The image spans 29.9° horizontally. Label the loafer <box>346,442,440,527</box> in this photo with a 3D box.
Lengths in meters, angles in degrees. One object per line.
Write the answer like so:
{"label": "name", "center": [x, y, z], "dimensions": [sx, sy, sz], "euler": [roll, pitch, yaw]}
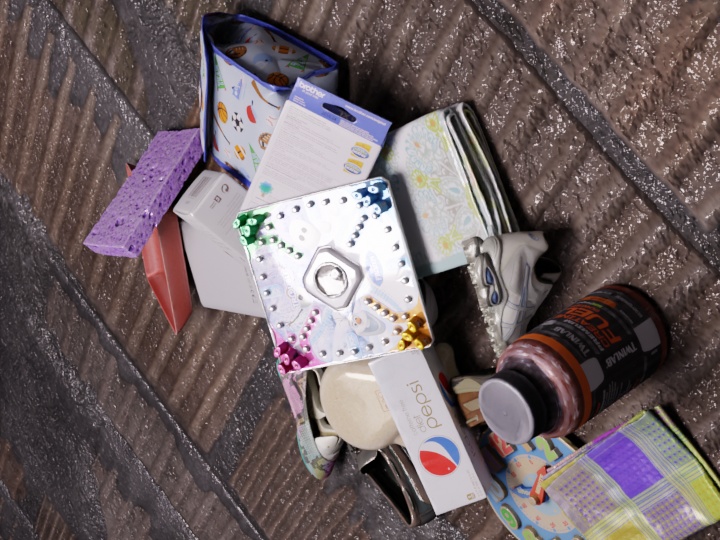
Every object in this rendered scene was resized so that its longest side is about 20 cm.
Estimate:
{"label": "loafer", "center": [0.030, 0.256, 1.780], "dimensions": [0.200, 0.063, 0.072], "euler": [42, 140, 26]}

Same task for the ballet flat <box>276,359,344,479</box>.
{"label": "ballet flat", "center": [-0.057, 0.199, 1.860], "dimensions": [0.071, 0.069, 0.200], "euler": [-5, 109, 32]}

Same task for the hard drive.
{"label": "hard drive", "center": [-0.168, -0.004, 1.837], "dimensions": [0.200, 0.027, 0.132], "euler": [7, 117, 49]}

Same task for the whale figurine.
{"label": "whale figurine", "center": [0.048, 0.143, 1.677], "dimensions": [0.200, 0.104, 0.159], "euler": [-23, 95, 30]}

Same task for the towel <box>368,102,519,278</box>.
{"label": "towel", "center": [0.084, -0.084, 1.509], "dimensions": [0.200, 0.048, 0.172], "euler": [-18, 94, 54]}

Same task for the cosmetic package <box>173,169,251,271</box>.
{"label": "cosmetic package", "center": [-0.128, -0.038, 1.683], "dimensions": [0.200, 0.074, 0.102], "euler": [40, 173, -19]}

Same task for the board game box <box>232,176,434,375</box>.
{"label": "board game box", "center": [-0.035, 0.011, 1.535], "dimensions": [0.200, 0.026, 0.200], "euler": [-12, 101, 26]}

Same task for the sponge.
{"label": "sponge", "center": [-0.290, -0.108, 1.841], "dimensions": [0.111, 0.200, 0.030], "euler": [6, 151, 51]}

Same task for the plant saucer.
{"label": "plant saucer", "center": [-0.289, -0.037, 1.962], "dimensions": [0.200, 0.037, 0.200], "euler": [-132, 31, -57]}

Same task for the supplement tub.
{"label": "supplement tub", "center": [0.208, 0.097, 1.337], "dimensions": [0.107, 0.200, 0.107], "euler": [29, 133, 36]}

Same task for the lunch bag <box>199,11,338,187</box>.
{"label": "lunch bag", "center": [-0.129, -0.201, 1.631], "dimensions": [0.200, 0.124, 0.170], "euler": [38, 138, 36]}

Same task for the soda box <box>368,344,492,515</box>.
{"label": "soda box", "center": [0.084, 0.179, 1.584], "dimensions": [0.068, 0.064, 0.200], "euler": [-23, 94, 16]}

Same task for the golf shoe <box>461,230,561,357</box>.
{"label": "golf shoe", "center": [0.173, 0.030, 1.446], "dimensions": [0.200, 0.097, 0.078], "euler": [69, -176, -55]}

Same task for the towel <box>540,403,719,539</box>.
{"label": "towel", "center": [0.294, 0.240, 1.450], "dimensions": [0.144, 0.023, 0.200], "euler": [52, 136, 6]}

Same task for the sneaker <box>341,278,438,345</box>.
{"label": "sneaker", "center": [0.000, 0.000, 1.606], "dimensions": [0.200, 0.115, 0.075], "euler": [58, 144, 7]}

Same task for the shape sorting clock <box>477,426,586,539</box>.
{"label": "shape sorting clock", "center": [0.212, 0.261, 1.577], "dimensions": [0.200, 0.039, 0.200], "euler": [30, 134, 37]}

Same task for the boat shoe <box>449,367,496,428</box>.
{"label": "boat shoe", "center": [0.175, 0.144, 1.512], "dimensions": [0.200, 0.075, 0.074], "euler": [-16, 85, 63]}

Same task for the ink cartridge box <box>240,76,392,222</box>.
{"label": "ink cartridge box", "center": [-0.049, -0.122, 1.525], "dimensions": [0.119, 0.042, 0.200], "euler": [26, 130, -1]}
